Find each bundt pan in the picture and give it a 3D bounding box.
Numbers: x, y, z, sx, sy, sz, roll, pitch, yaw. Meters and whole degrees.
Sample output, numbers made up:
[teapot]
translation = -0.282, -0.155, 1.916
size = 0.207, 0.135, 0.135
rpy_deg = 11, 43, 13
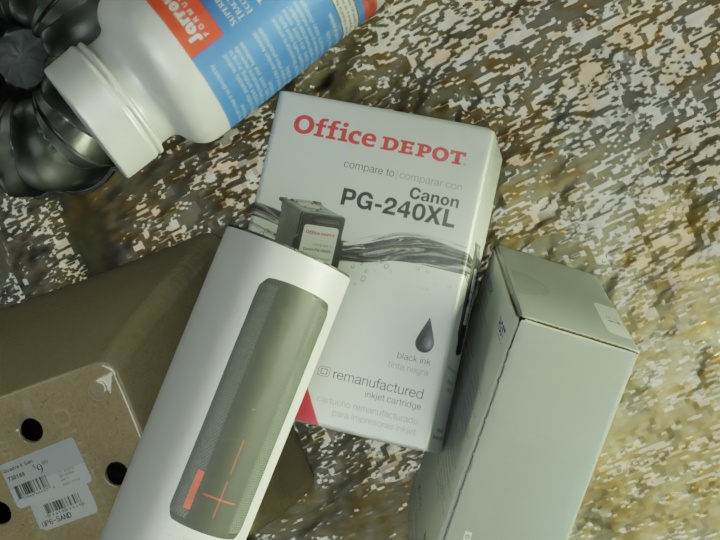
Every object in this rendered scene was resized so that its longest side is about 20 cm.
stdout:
[bundt pan]
translation = -0.229, -0.143, 0.902
size = 0.198, 0.076, 0.205
rpy_deg = 2, 103, 10

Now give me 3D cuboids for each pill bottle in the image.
[pill bottle]
translation = -0.090, -0.150, 0.824
size = 0.199, 0.112, 0.113
rpy_deg = -40, 94, -7

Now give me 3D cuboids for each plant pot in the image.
[plant pot]
translation = -0.169, 0.117, 0.898
size = 0.197, 0.177, 0.203
rpy_deg = -19, 100, 13

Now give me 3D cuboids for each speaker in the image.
[speaker]
translation = -0.078, 0.082, 0.771
size = 0.080, 0.081, 0.202
rpy_deg = 22, 86, 4

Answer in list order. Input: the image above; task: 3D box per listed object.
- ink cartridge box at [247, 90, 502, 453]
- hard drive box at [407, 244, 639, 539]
[ink cartridge box]
translation = 0.000, 0.000, 0.852
size = 0.143, 0.083, 0.203
rpy_deg = 11, 84, 11
[hard drive box]
translation = 0.094, 0.106, 0.855
size = 0.076, 0.156, 0.203
rpy_deg = 16, 106, -4
